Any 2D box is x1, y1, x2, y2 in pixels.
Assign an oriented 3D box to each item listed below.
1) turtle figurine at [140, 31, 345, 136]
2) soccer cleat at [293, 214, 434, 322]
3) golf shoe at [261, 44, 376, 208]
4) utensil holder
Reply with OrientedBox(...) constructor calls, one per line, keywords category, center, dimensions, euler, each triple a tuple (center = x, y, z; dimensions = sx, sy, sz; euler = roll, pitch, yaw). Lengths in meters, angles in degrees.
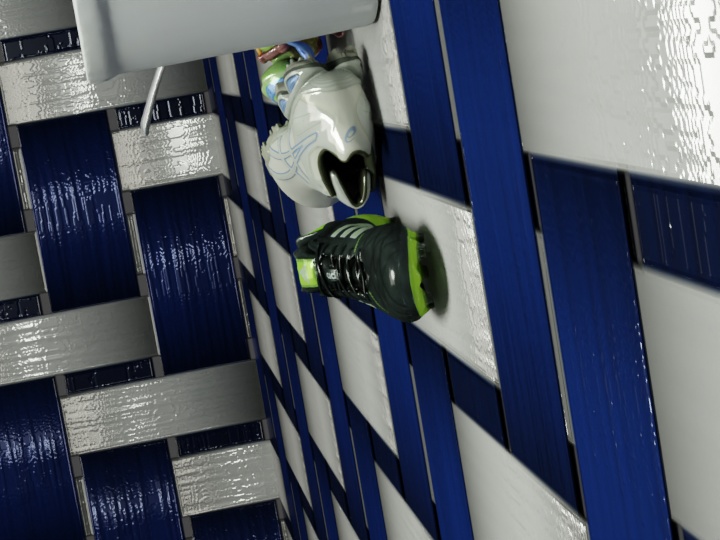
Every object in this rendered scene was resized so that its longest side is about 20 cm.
OrientedBox(category="turtle figurine", center=(-0.098, -0.202, 1.488), dimensions=(0.200, 0.144, 0.194), euler=(130, 138, -65))
OrientedBox(category="soccer cleat", center=(0.000, 0.000, 1.286), dimensions=(0.200, 0.081, 0.068), euler=(-139, 39, -78))
OrientedBox(category="golf shoe", center=(-0.025, -0.078, 1.422), dimensions=(0.200, 0.078, 0.097), euler=(92, 159, -67))
OrientedBox(category="utensil holder", center=(-0.100, -0.226, 1.275), dimensions=(0.170, 0.199, 0.170), euler=(169, 90, -84))
